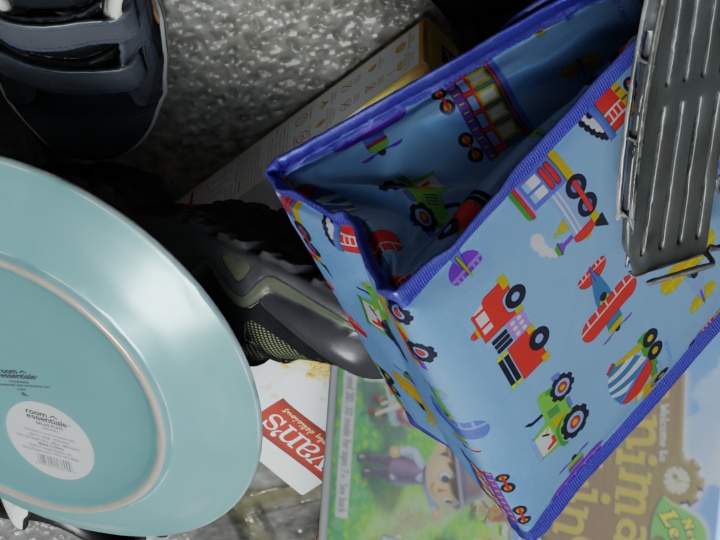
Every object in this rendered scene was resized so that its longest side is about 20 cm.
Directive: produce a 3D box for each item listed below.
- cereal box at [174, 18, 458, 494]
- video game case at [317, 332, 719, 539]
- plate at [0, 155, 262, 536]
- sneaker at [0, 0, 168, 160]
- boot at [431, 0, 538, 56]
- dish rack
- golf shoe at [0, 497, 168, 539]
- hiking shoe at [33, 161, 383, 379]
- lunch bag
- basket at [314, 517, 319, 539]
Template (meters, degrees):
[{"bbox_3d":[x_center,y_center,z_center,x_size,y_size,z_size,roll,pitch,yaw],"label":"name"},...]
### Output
[{"bbox_3d":[0.000,0.000,1.225,0.200,0.040,0.144,-36,119,26],"label":"cereal box"},{"bbox_3d":[0.069,0.085,1.154,0.181,0.022,0.202,8,100,23],"label":"video game case"},{"bbox_3d":[-0.132,0.038,1.134,0.199,0.026,0.201,17,135,17],"label":"plate"},{"bbox_3d":[-0.118,-0.110,1.115,0.078,0.080,0.201,-3,130,3],"label":"sneaker"},{"bbox_3d":[0.039,-0.091,1.060,0.157,0.080,0.211,21,118,-41],"label":"boot"},{"bbox_3d":[0.168,-0.072,1.009,0.199,0.054,0.154,-16,119,-43],"label":"dish rack"},{"bbox_3d":[-0.149,0.054,1.238,0.200,0.095,0.078,37,122,-23],"label":"golf shoe"},{"bbox_3d":[-0.065,0.022,1.162,0.199,0.076,0.101,19,107,30],"label":"hiking shoe"},{"bbox_3d":[0.090,-0.028,1.036,0.200,0.094,0.151,-38,136,-8],"label":"lunch bag"},{"bbox_3d":[0.073,0.190,1.308,0.198,0.149,0.143,4,129,-1],"label":"basket"}]
